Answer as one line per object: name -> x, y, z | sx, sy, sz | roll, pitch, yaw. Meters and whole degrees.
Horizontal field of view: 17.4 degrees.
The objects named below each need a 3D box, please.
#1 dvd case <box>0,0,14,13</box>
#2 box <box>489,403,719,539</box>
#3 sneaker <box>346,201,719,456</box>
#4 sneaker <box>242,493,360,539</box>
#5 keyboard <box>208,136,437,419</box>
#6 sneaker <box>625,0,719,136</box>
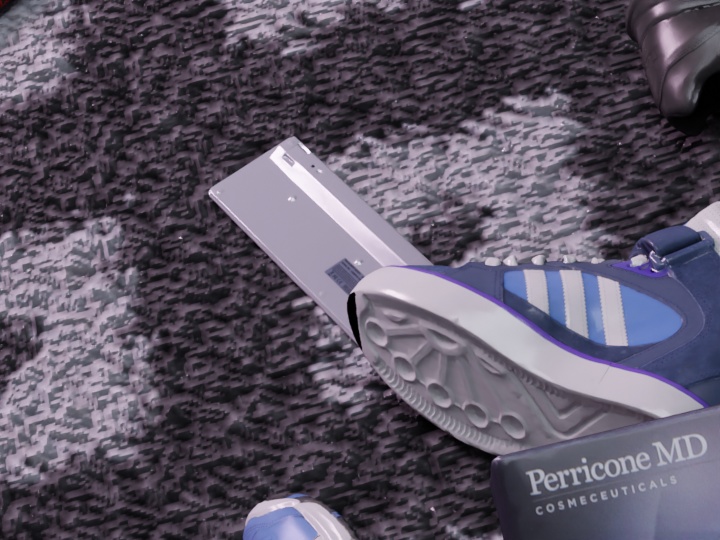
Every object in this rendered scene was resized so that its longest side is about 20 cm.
dvd case -> -0.274, -0.162, 1.352 | 0.145, 0.022, 0.200 | 27, 61, 30
box -> 0.162, 0.145, 0.867 | 0.198, 0.123, 0.200 | -13, 80, 1
sneaker -> 0.111, 0.018, 1.078 | 0.199, 0.081, 0.146 | 21, 47, 30
sneaker -> -0.016, 0.174, 0.968 | 0.076, 0.076, 0.201 | -19, 47, -10
keyboard -> 0.000, 0.000, 1.161 | 0.056, 0.011, 0.200 | -37, 52, -12
sneaker -> 0.235, -0.113, 1.172 | 0.198, 0.076, 0.091 | -13, 58, 11
